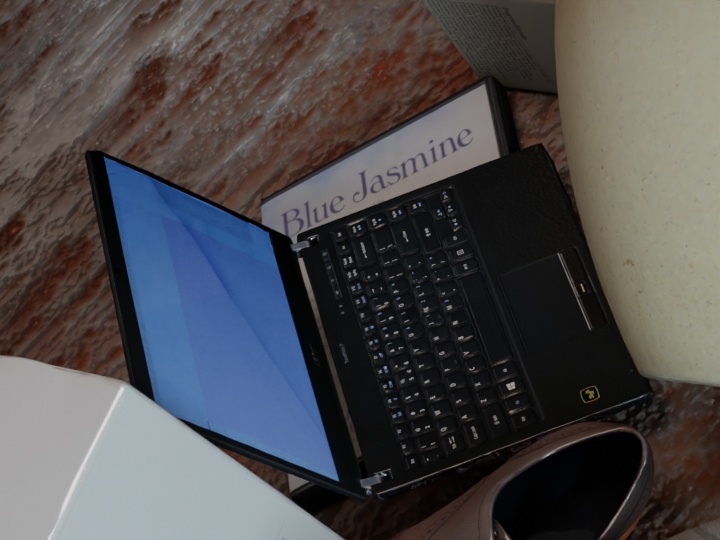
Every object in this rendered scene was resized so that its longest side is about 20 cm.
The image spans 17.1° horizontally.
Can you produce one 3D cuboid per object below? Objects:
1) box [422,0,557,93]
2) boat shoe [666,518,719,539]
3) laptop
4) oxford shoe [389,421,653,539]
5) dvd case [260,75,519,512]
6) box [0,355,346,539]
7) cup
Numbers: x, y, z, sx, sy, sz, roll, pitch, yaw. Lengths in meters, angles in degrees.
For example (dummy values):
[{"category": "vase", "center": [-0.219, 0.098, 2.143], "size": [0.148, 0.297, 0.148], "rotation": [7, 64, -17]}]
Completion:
[{"category": "box", "center": [0.126, -0.127, 1.120], "size": [0.199, 0.082, 0.069], "rotation": [12, 62, 44]}, {"category": "boat shoe", "center": [0.111, 0.148, 0.824], "size": [0.200, 0.073, 0.075], "rotation": [-41, 43, 35]}, {"category": "laptop", "center": [0.000, 0.000, 1.036], "size": [0.199, 0.104, 0.178], "rotation": [-20, 43, 2]}, {"category": "oxford shoe", "center": [0.035, 0.125, 0.941], "size": [0.200, 0.073, 0.071], "rotation": [-42, 81, -15]}, {"category": "dvd case", "center": [0.020, 0.007, 1.139], "size": [0.142, 0.018, 0.201], "rotation": [-28, 42, 19]}, {"category": "box", "center": [-0.092, 0.125, 0.981], "size": [0.124, 0.200, 0.098], "rotation": [7, 65, 44]}, {"category": "cup", "center": [0.167, -0.024, 0.932], "size": [0.199, 0.200, 0.145], "rotation": [4, 86, 42]}]
